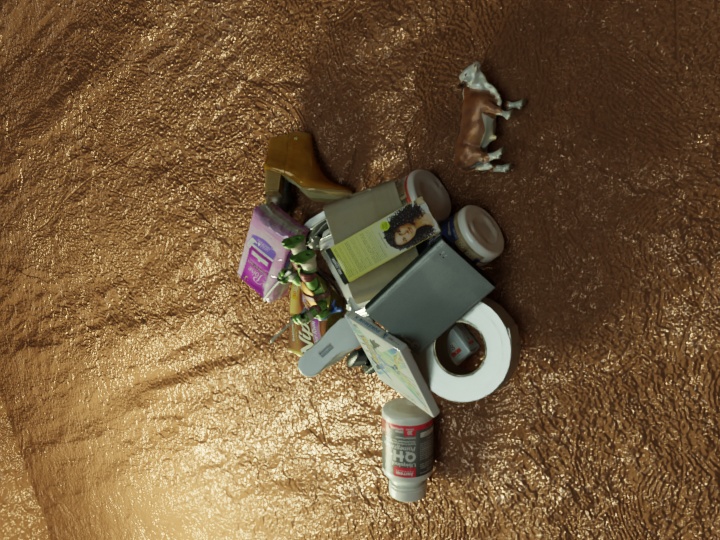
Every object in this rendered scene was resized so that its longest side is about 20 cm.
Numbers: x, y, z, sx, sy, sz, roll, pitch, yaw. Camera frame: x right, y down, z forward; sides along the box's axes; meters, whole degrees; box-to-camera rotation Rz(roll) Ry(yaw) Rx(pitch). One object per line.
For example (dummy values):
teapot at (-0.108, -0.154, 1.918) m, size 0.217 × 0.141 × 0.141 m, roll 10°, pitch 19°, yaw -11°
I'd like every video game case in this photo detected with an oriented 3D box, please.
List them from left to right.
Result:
video game case at (0.062, 0.181, 1.482) m, size 0.182 × 0.022 × 0.200 m, roll 29°, pitch 152°, yaw 49°

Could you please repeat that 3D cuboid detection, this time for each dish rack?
dish rack at (0.000, 0.000, 1.501) m, size 0.171 × 0.044 × 0.200 m, roll -20°, pitch 101°, yaw 48°

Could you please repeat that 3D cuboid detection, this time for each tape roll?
tape roll at (0.200, 0.145, 1.440) m, size 0.202 × 0.071 × 0.203 m, roll 0°, pitch 90°, yaw 26°

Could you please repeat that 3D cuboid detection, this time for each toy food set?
toy food set at (0.028, -0.053, 1.412) m, size 0.143 × 0.060 × 0.201 m, roll -19°, pitch 91°, yaw 8°

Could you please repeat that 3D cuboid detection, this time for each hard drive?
hard drive at (0.125, 0.047, 1.380) m, size 0.139 × 0.033 × 0.200 m, roll 40°, pitch 111°, yaw -18°

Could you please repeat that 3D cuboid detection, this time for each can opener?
can opener at (0.042, 0.172, 1.601) m, size 0.064 × 0.078 × 0.200 m, roll 62°, pitch 145°, yaw 11°

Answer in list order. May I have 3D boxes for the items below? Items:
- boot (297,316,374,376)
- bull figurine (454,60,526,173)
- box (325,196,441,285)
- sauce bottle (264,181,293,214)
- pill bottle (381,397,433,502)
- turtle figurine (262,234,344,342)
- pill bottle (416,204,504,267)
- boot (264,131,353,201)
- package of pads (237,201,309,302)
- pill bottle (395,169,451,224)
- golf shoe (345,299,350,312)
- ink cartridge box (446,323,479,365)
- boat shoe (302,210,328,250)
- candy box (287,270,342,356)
boot at (-0.047, 0.153, 1.643) m, size 0.200 × 0.096 × 0.074 m, roll -36°, pitch 88°, yaw 13°
bull figurine at (0.222, -0.269, 1.357) m, size 0.121 × 0.065 × 0.201 m, roll 22°, pitch 116°, yaw 36°
box at (0.041, -0.053, 1.355) m, size 0.200 × 0.050 × 0.075 m, roll -30°, pitch 90°, yaw 9°
sauce bottle at (-0.189, -0.141, 1.726) m, size 0.065 × 0.065 × 0.200 m, roll 34°, pitch 119°, yaw 27°
pill bottle at (0.101, 0.382, 1.609) m, size 0.110 × 0.111 × 0.201 m, roll 10°, pitch 109°, yaw 36°
turtle figurine at (-0.140, 0.039, 1.560) m, size 0.199 × 0.144 × 0.194 m, roll 2°, pitch 127°, yaw 12°
pill bottle at (0.166, -0.028, 1.441) m, size 0.200 × 0.111 × 0.111 m, roll -38°, pitch 78°, yaw 39°
boot at (-0.109, -0.227, 1.630) m, size 0.200 × 0.071 × 0.145 m, roll 5°, pitch 74°, yaw 5°
package of pads at (-0.197, -0.041, 1.675) m, size 0.120 × 0.076 × 0.200 m, roll 39°, pitch 130°, yaw 21°
pill bottle at (0.071, -0.105, 1.495) m, size 0.200 × 0.114 × 0.114 m, roll -31°, pitch 83°, yaw 40°
golf shoe at (0.040, 0.055, 1.579) m, size 0.200 × 0.078 × 0.095 m, roll -51°, pitch 60°, yaw 38°
ink cartridge box at (0.127, 0.127, 1.557) m, size 0.200 × 0.050 × 0.162 m, roll 51°, pitch 127°, yaw 12°
boat shoe at (-0.103, -0.072, 1.674) m, size 0.200 × 0.070 × 0.066 m, roll -37°, pitch 87°, yaw 39°
candy box at (-0.104, 0.106, 1.731) m, size 0.116 × 0.056 × 0.201 m, roll 19°, pitch 112°, yaw 34°
